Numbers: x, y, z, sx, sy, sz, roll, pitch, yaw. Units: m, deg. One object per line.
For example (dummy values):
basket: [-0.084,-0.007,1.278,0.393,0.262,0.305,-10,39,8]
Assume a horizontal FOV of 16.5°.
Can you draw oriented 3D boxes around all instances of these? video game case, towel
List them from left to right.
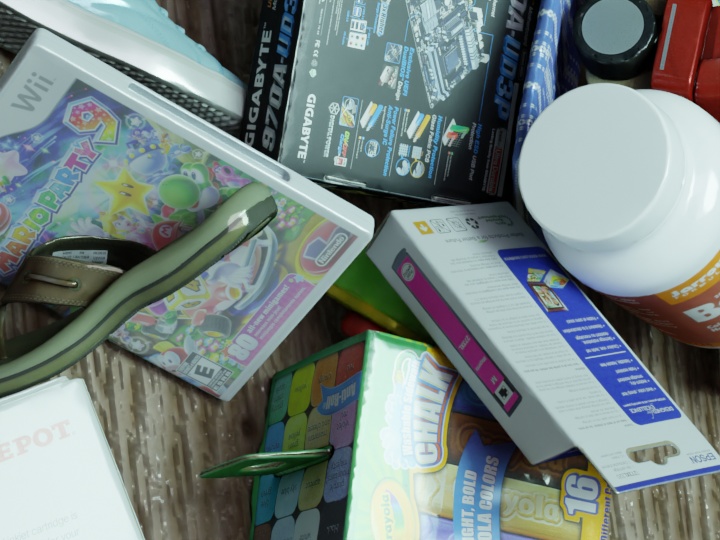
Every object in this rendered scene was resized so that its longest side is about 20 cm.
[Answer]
video game case: [-0.114,-0.024,1.266,0.200,0.143,0.018,29,35,-18]
towel: [0.115,-0.126,1.389,0.024,0.145,0.200,9,71,10]

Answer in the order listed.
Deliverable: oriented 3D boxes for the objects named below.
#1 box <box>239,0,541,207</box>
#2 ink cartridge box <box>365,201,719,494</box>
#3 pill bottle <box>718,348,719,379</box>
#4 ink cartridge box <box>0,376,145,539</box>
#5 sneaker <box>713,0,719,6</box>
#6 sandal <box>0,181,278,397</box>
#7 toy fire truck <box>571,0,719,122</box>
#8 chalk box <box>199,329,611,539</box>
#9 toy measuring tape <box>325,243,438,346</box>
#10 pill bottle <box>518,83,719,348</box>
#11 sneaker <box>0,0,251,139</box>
box: [0.024,-0.138,1.339,0.159,0.046,0.200,8,91,-35]
ink cartridge box: [0.095,0.044,1.270,0.095,0.037,0.200,-6,46,-45]
pill bottle: [0.252,-0.030,1.468,0.111,0.111,0.200,8,74,-26]
ink cartridge box: [-0.176,0.171,1.212,0.146,0.083,0.200,-19,87,-29]
sneaker: [0.220,-0.221,1.499,0.200,0.076,0.105,-50,147,-37]
sandal: [-0.134,0.003,1.238,0.201,0.080,0.057,-33,97,11]
toy fire truck: [0.236,-0.154,1.396,0.200,0.129,0.176,9,73,16]
chalk box: [0.018,0.111,1.305,0.200,0.125,0.124,16,71,-25]
toy measuring tape: [0.000,0.000,1.319,0.200,0.074,0.074,35,62,-44]
pill bottle: [0.164,-0.031,1.334,0.200,0.112,0.112,26,61,-58]
sneaker: [-0.131,-0.140,1.318,0.200,0.074,0.082,29,68,-20]
